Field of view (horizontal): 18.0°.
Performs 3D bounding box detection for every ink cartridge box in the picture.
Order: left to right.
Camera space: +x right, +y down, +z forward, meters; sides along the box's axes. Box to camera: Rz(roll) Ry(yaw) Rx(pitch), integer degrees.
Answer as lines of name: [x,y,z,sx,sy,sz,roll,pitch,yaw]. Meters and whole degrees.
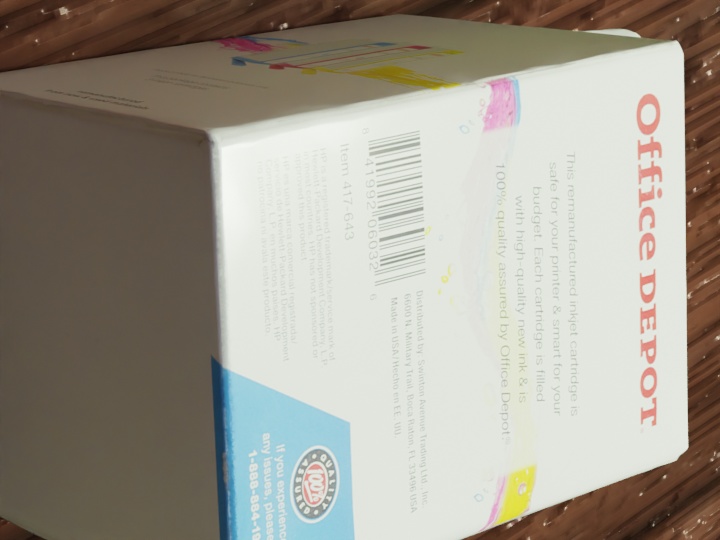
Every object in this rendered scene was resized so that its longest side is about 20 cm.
ink cartridge box: [0.000,0.000,0.657,0.200,0.125,0.129,-13,108,-40]
